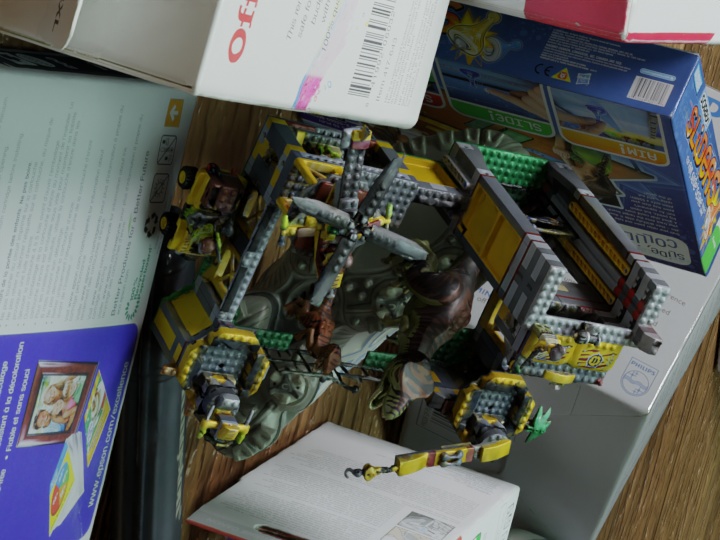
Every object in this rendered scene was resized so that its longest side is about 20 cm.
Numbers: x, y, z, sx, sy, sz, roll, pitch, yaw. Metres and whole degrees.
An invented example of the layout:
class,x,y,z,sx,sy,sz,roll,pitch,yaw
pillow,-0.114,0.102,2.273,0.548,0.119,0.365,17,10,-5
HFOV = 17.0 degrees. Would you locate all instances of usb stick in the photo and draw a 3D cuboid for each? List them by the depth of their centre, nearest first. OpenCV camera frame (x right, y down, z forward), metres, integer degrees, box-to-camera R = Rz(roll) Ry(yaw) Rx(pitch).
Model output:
class,x,y,z,sx,sy,sz,roll,pitch,yaw
usb stick,-0.091,0.068,1.036,0.055,0.033,0.200,-91,-175,-62

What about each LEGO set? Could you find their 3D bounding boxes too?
class,x,y,z,sx,sy,sz,roll,pitch,yaw
LEGO set,0.024,0.024,0.949,0.200,0.116,0.154,19,113,-33

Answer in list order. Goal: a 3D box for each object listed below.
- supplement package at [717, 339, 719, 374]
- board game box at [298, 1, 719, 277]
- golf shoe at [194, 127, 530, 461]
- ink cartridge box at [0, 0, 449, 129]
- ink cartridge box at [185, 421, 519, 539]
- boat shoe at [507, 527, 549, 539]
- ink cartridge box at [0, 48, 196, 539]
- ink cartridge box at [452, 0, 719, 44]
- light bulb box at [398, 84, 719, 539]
class,x,y,z,sx,sy,sz,roll,pitch,yaw
supplement package,0.411,0.003,1.883,0.200,0.191,0.147,-44,145,-46
board game box,0.060,-0.069,1.067,0.034,0.200,0.135,-63,156,-22
golf shoe,0.000,0.000,1.081,0.200,0.078,0.097,-36,180,18
ink cartridge box,-0.057,-0.133,0.861,0.200,0.125,0.129,4,103,-64
ink cartridge box,-0.004,0.131,1.154,0.200,0.109,0.050,-26,132,-69
boat shoe,0.065,0.184,1.242,0.201,0.071,0.070,-17,120,-54
ink cartridge box,-0.143,0.017,0.885,0.200,0.043,0.198,-4,110,-67
ink cartridge box,0.065,-0.155,1.002,0.145,0.200,0.084,-7,111,-56
light bulb box,0.126,0.019,1.308,0.200,0.125,0.198,-58,170,-29
